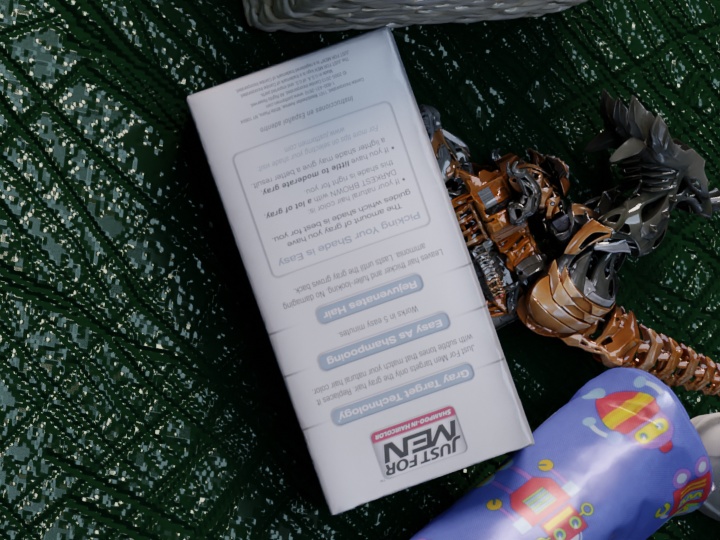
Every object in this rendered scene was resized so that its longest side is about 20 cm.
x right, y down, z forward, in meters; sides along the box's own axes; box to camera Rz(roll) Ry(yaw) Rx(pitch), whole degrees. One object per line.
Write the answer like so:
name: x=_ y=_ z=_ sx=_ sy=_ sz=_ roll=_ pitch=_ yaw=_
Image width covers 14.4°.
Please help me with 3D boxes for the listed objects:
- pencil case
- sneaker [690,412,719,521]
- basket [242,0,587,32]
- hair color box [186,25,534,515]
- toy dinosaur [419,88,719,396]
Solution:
pencil case: x=0.077 y=0.128 z=1.325 sx=0.200 sy=0.087 sz=0.078 roll=-37 pitch=73 yaw=-26
sneaker: x=0.255 y=0.124 z=1.414 sx=0.199 sy=0.085 sz=0.073 roll=21 pitch=71 yaw=-24
basket: x=0.042 y=-0.216 z=1.318 sx=0.199 sy=0.161 sz=0.199 roll=-7 pitch=85 yaw=-28
hair color box: x=0.000 y=0.000 z=1.300 sx=0.099 sy=0.061 sz=0.201 roll=-19 pitch=90 yaw=0
toy dinosaur: x=0.104 y=-0.013 z=1.369 sx=0.200 sy=0.102 sz=0.136 roll=41 pitch=90 yaw=-30
